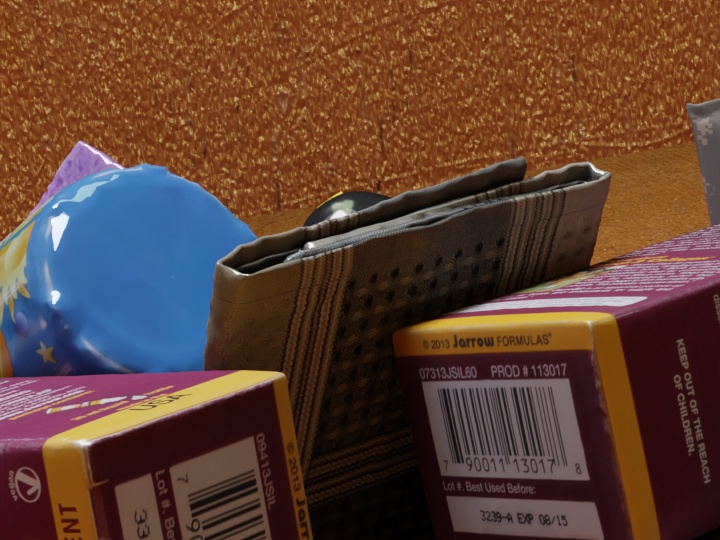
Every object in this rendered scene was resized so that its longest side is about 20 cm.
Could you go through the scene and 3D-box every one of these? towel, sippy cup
[{"bbox_3d":[0.005,0.053,0.876,0.193,0.200,0.035,-15,41,-38],"label":"towel"},{"bbox_3d":[-0.102,0.028,0.898,0.178,0.140,0.130,2,-28,-27],"label":"sippy cup"}]

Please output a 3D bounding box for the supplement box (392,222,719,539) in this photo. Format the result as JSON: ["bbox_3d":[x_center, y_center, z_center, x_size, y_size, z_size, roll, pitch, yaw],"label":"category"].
[{"bbox_3d":[0.126,0.037,0.847,0.200,0.086,0.110,-16,8,-37],"label":"supplement box"}]

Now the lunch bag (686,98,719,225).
[{"bbox_3d":[0.298,-0.040,1.310,0.200,0.164,0.118,-15,6,-39],"label":"lunch bag"}]

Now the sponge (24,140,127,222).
[{"bbox_3d":[-0.082,0.034,1.073,0.200,0.112,0.030,32,-1,19],"label":"sponge"}]

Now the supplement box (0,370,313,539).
[{"bbox_3d":[-0.119,0.108,0.789,0.200,0.131,0.103,-5,8,39],"label":"supplement box"}]

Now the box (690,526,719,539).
[{"bbox_3d":[0.159,0.099,0.828,0.193,0.048,0.200,-13,7,-39],"label":"box"}]

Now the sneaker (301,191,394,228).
[{"bbox_3d":[0.000,0.000,0.948,0.070,0.090,0.200,-45,-25,3],"label":"sneaker"}]
